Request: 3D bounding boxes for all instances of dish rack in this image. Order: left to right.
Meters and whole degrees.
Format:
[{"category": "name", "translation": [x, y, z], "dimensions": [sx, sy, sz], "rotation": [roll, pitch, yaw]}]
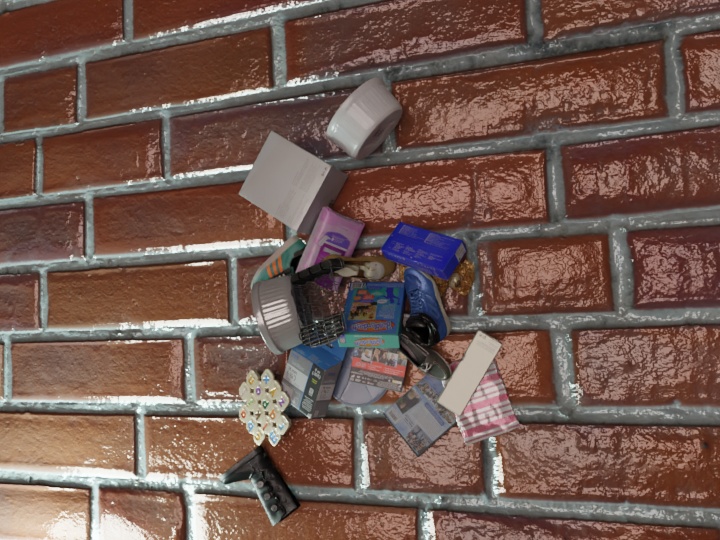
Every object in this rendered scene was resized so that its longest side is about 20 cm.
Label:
[{"category": "dish rack", "translation": [-0.097, 0.080, 1.407], "dimensions": [0.152, 0.054, 0.203], "rotation": [-22, 73, 33]}]

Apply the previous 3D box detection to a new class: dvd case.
[{"category": "dvd case", "translation": [0.057, 0.201, 1.494], "dimensions": [0.144, 0.022, 0.203], "rotation": [10, 81, 7]}, {"category": "dvd case", "translation": [0.174, 0.361, 1.484], "dimensions": [0.200, 0.018, 0.143], "rotation": [-44, 77, 10]}]

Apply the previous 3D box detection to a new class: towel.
[{"category": "towel", "translation": [0.292, 0.315, 1.430], "dimensions": [0.145, 0.030, 0.202], "rotation": [-21, 80, 8]}]

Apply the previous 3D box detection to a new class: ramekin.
[{"category": "ramekin", "translation": [-0.199, 0.110, 1.521], "dimensions": [0.104, 0.200, 0.203], "rotation": [-18, 83, 6]}, {"category": "ramekin", "translation": [0.016, -0.378, 1.470], "dimensions": [0.098, 0.200, 0.201], "rotation": [46, 101, 6]}]

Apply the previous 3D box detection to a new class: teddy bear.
[{"category": "teddy bear", "translation": [0.190, 0.002, 1.466], "dimensions": [0.199, 0.067, 0.146], "rotation": [36, 101, 16]}]

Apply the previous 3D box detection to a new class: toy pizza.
[{"category": "toy pizza", "translation": [-0.008, 0.259, 1.536], "dimensions": [0.197, 0.032, 0.203], "rotation": [-2, 85, 17]}]

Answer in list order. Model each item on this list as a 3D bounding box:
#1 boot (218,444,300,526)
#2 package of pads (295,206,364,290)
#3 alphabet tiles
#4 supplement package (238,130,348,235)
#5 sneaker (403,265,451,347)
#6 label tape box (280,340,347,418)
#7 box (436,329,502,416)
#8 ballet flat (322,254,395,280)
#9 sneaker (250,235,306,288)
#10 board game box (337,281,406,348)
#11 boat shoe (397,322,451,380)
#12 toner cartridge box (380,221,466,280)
[{"category": "boot", "translation": [-0.282, 0.613, 1.598], "dimensions": [0.164, 0.066, 0.201], "rotation": [-39, 82, 14]}, {"category": "package of pads", "translation": [-0.082, -0.058, 1.526], "dimensions": [0.119, 0.076, 0.202], "rotation": [22, 96, -19]}, {"category": "alphabet tiles", "translation": [-0.264, 0.375, 1.586], "dimensions": [0.200, 0.015, 0.197], "rotation": [48, 118, 27]}, {"category": "supplement package", "translation": [-0.176, -0.229, 1.546], "dimensions": [0.199, 0.147, 0.193], "rotation": [32, 97, 16]}, {"category": "sneaker", "translation": [0.146, 0.091, 1.420], "dimensions": [0.076, 0.111, 0.202], "rotation": [-20, 96, 40]}, {"category": "label tape box", "translation": [-0.129, 0.265, 1.527], "dimensions": [0.143, 0.063, 0.203], "rotation": [23, 98, 41]}, {"category": "box", "translation": [0.264, 0.244, 1.391], "dimensions": [0.068, 0.082, 0.201], "rotation": [31, 91, 13]}, {"category": "ballet flat", "translation": [0.000, 0.000, 1.485], "dimensions": [0.197, 0.063, 0.070], "rotation": [2, 114, -14]}, {"category": "sneaker", "translation": [-0.219, 0.000, 1.591], "dimensions": [0.200, 0.071, 0.080], "rotation": [-47, 72, 9]}, {"category": "board game box", "translation": [0.033, 0.107, 1.445], "dimensions": [0.150, 0.201, 0.045], "rotation": [0, 128, 11]}, {"category": "boat shoe", "translation": [0.137, 0.208, 1.435], "dimensions": [0.200, 0.057, 0.067], "rotation": [44, 130, 12]}, {"category": "toner cartridge box", "translation": [0.153, -0.051, 1.422], "dimensions": [0.199, 0.043, 0.095], "rotation": [22, 66, 40]}]
